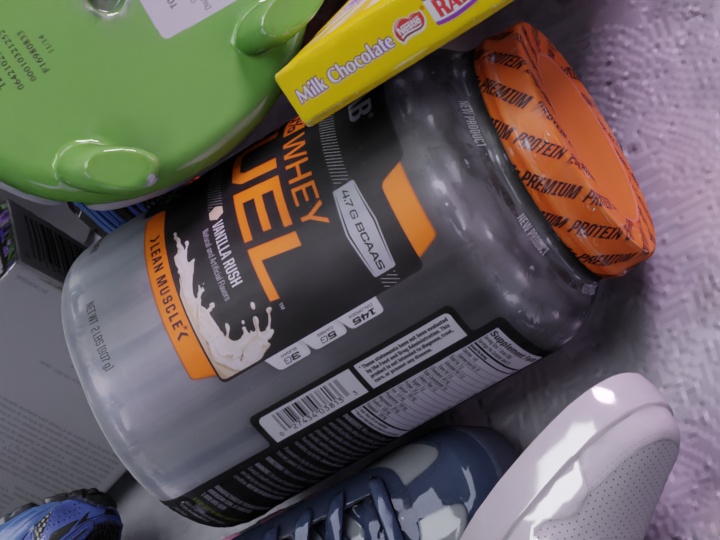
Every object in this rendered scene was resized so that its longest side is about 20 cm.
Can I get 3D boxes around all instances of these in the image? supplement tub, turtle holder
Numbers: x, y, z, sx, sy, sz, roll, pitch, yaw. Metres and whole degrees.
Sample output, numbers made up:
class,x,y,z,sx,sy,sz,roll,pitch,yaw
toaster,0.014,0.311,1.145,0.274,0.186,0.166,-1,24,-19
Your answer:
class,x,y,z,sx,sy,sz,roll,pitch,yaw
supplement tub,0.000,0.000,0.762,0.199,0.122,0.123,-31,58,17
turtle holder,-0.104,-0.077,0.759,0.186,0.140,0.132,-61,7,-7

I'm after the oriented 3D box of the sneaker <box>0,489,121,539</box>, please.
class,x,y,z,sx,sy,sz,roll,pitch,yaw
sneaker,-0.138,0.185,0.845,0.078,0.075,0.201,23,95,28

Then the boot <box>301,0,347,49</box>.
class,x,y,z,sx,sy,sz,roll,pitch,yaw
boot,-0.047,-0.181,0.817,0.200,0.154,0.074,-53,10,35

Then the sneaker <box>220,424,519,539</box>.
class,x,y,z,sx,sy,sz,roll,pitch,yaw
sneaker,-0.028,0.122,0.774,0.200,0.082,0.070,-40,55,20

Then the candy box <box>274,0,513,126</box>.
class,x,y,z,sx,sy,sz,roll,pitch,yaw
candy box,0.040,-0.115,0.753,0.102,0.200,0.026,-33,101,24

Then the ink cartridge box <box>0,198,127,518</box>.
class,x,y,z,sx,sy,sz,roll,pitch,yaw
ink cartridge box,-0.167,0.075,0.876,0.200,0.109,0.050,-45,36,17

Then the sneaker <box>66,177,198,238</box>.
class,x,y,z,sx,sy,sz,roll,pitch,yaw
sneaker,-0.106,-0.070,0.853,0.078,0.200,0.075,-44,9,3

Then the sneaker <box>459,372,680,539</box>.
class,x,y,z,sx,sy,sz,roll,pitch,yaw
sneaker,0.075,0.144,0.700,0.116,0.073,0.201,42,111,37

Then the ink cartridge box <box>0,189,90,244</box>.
class,x,y,z,sx,sy,sz,roll,pitch,yaw
ink cartridge box,-0.200,-0.103,0.982,0.199,0.084,0.146,13,84,40
